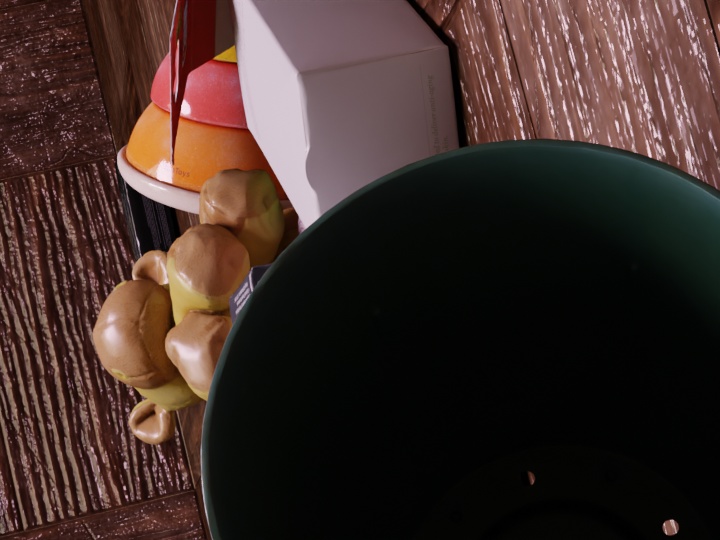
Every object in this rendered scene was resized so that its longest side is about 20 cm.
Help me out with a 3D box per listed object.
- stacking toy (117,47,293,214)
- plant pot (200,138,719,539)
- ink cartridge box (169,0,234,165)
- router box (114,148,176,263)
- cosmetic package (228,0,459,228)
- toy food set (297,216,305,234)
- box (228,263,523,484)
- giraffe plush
[{"bbox_3d":[-0.083,-0.144,1.532,0.146,0.145,0.202,-125,43,-65],"label":"stacking toy"},{"bbox_3d":[0.062,0.083,0.742,0.161,0.199,0.202,69,-178,-61],"label":"plant pot"},{"bbox_3d":[-0.074,-0.183,1.339,0.162,0.050,0.202,100,178,-65],"label":"ink cartridge box"},{"bbox_3d":[-0.253,-0.046,2.689,0.149,0.051,0.202,160,98,-82],"label":"router box"},{"bbox_3d":[-0.012,-0.096,1.204,0.200,0.084,0.108,-122,22,-61],"label":"cosmetic package"},{"bbox_3d":[0.000,0.000,1.357,0.198,0.048,0.202,-156,54,-78],"label":"toy food set"},{"bbox_3d":[0.012,0.090,1.191,0.106,0.121,0.202,140,117,-78],"label":"box"},{"bbox_3d":[-0.104,0.038,1.481,0.200,0.161,0.174,52,-133,-40],"label":"giraffe plush"}]
